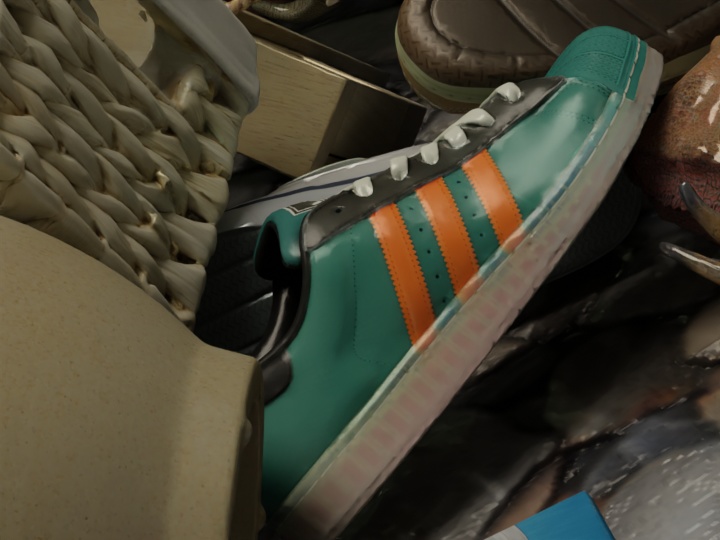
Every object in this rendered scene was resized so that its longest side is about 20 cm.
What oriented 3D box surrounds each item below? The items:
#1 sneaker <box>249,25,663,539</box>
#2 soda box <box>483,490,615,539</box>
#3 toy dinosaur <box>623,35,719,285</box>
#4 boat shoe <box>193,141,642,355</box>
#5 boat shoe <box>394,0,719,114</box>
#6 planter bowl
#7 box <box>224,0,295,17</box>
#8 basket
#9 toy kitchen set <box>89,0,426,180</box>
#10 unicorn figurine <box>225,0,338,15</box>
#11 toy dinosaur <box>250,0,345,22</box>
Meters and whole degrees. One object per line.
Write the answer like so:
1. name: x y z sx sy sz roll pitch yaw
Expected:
1. sneaker: 0.016 -0.010 0.935 0.200 0.080 0.071 -52 1 -16
2. soda box: -0.011 0.138 0.765 0.199 0.068 0.064 -27 27 0
3. toy dinosaur: 0.130 -0.032 0.935 0.136 0.086 0.200 -45 25 -19
4. boat shoe: 0.000 0.000 1.021 0.199 0.074 0.067 -17 12 -1
5. boat shoe: 0.097 -0.085 1.046 0.199 0.076 0.072 -15 65 -25
6. planter bowl: -0.097 0.079 0.846 0.134 0.201 0.200 6 31 2
7. box: -0.039 -0.194 1.321 0.199 0.128 0.109 -20 27 14
8. basket: -0.151 -0.035 0.975 0.199 0.136 0.124 -18 47 28
9. toy kitchen set: -0.089 -0.022 1.142 0.199 0.181 0.163 24 5 22
10. unicorn figurine: 0.043 -0.158 1.052 0.199 0.138 0.074 1 -17 -21
11. toy dinosaur: 0.044 -0.136 1.160 0.199 0.077 0.102 0 4 9
